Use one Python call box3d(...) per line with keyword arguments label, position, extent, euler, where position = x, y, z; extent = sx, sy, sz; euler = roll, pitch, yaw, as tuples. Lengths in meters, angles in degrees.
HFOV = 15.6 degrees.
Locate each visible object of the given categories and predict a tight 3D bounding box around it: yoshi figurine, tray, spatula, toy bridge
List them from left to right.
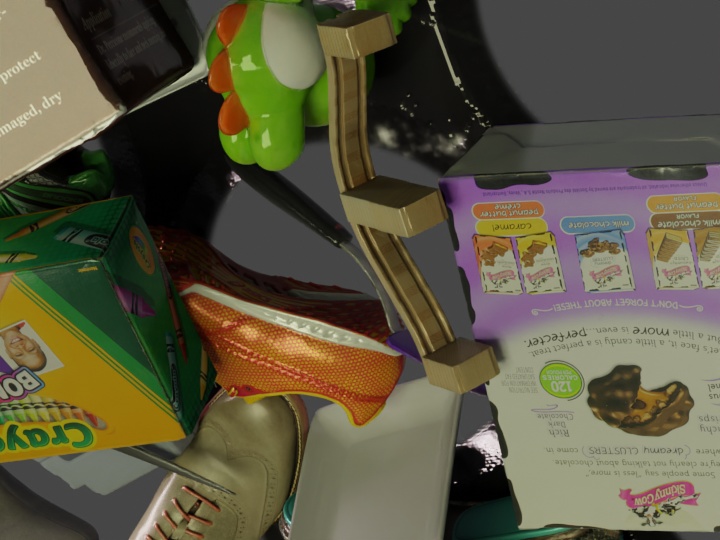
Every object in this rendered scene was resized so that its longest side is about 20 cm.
box3d(label="yoshi figurine", position=(-0.030, -0.153, 1.310), extent=(0.111, 0.112, 0.201), euler=(1, 106, -18))
box3d(label="spatula", position=(0.000, 0.000, 1.382), extent=(0.200, 0.056, 0.021), euler=(45, 112, 15))
box3d(label="tray", position=(0.006, 0.148, 1.385), extent=(0.107, 0.201, 0.022), euler=(-19, 135, 34))
box3d(label="toy bridge", position=(0.016, -0.032, 1.297), extent=(0.067, 0.027, 0.201), euler=(16, 128, 59))

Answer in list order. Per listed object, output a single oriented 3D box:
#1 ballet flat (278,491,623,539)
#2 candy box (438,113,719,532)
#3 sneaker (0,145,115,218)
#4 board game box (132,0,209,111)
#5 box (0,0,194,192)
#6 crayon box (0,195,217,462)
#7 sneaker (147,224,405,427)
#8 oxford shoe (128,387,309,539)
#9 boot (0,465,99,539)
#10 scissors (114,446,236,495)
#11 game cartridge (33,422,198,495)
box3d(label="ballet flat", position=(0.052, 0.157, 1.434), extent=(0.199, 0.068, 0.076), euler=(-3, 125, 26))
box3d(label="candy box", position=(0.145, 0.029, 1.308), extent=(0.167, 0.072, 0.201), euler=(-1, 114, 29))
box3d(label="sneaker", position=(-0.215, -0.094, 1.441), extent=(0.200, 0.078, 0.085), euler=(41, 120, -8))
box3d(label="board game box", position=(-0.202, -0.156, 1.373), extent=(0.199, 0.026, 0.201), euler=(-24, 98, 14))
box3d(label="box", position=(-0.211, -0.132, 1.280), extent=(0.164, 0.166, 0.201), euler=(-30, 96, 14))
box3d(label="crayon box", position=(-0.190, 0.037, 1.381), extent=(0.199, 0.058, 0.119), euler=(-9, 124, 23))
box3d(label="sneaker", position=(-0.075, 0.031, 1.411), extent=(0.199, 0.073, 0.077), euler=(22, 115, 8))
box3d(label="oxford shoe", position=(-0.088, 0.141, 1.488), extent=(0.070, 0.075, 0.201), euler=(33, 126, 10))
box3d(label="boot", position=(-0.240, 0.101, 1.556), extent=(0.199, 0.070, 0.132), euler=(19, 117, 13))
box3d(label="scissors", position=(-0.163, 0.086, 1.466), extent=(0.199, 0.014, 0.073), euler=(30, 144, -3))
box3d(label="game cartridge", position=(-0.190, 0.045, 1.471), extent=(0.200, 0.042, 0.133), euler=(40, 140, -16))
